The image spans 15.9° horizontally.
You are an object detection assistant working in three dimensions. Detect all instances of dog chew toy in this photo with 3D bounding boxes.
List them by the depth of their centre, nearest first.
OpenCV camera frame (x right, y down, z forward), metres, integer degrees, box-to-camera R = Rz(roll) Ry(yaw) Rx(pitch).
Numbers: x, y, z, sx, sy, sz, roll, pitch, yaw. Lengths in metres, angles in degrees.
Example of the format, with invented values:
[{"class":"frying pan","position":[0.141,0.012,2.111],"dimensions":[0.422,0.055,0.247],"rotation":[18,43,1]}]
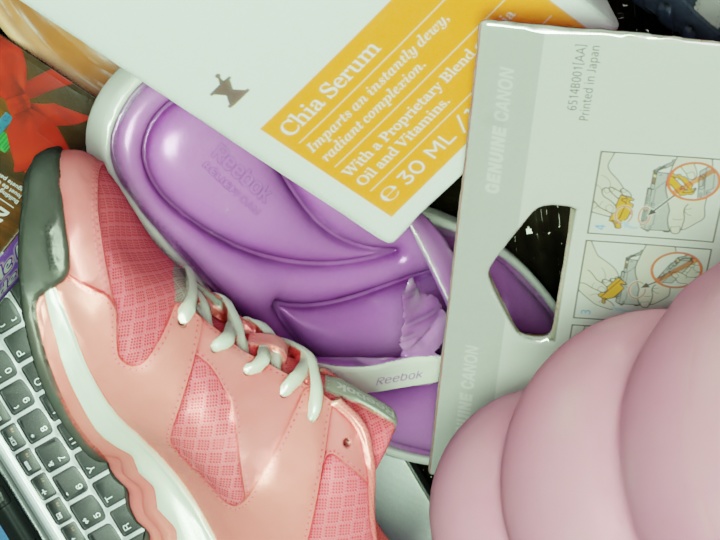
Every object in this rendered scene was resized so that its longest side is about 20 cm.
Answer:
[{"class":"dog chew toy","position":[0.099,0.061,0.755],"dimensions":[0.200,0.124,0.125],"rotation":[-18,99,46]}]

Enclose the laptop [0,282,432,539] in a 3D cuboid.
[{"class":"laptop","position":[-0.102,0.071,0.829],"dimensions":[0.200,0.116,0.188],"rotation":[-30,96,10]}]

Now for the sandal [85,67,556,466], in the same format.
[{"class":"sandal","position":[-0.004,0.006,0.819],"dimensions":[0.202,0.050,0.083],"rotation":[34,90,-27]}]

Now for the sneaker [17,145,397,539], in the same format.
[{"class":"sneaker","position":[-0.037,0.041,0.787],"dimensions":[0.087,0.074,0.200],"rotation":[-22,113,8]}]

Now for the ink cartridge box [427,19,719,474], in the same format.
[{"class":"ink cartridge box","position":[0.116,-0.006,0.795],"dimensions":[0.176,0.045,0.200],"rotation":[6,136,1]}]

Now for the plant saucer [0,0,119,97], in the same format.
[{"class":"plant saucer","position":[-0.029,-0.130,0.799],"dimensions":[0.200,0.037,0.201],"rotation":[-1,121,-1]}]

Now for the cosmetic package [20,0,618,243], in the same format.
[{"class":"cosmetic package","position":[-0.034,-0.104,0.730],"dimensions":[0.200,0.071,0.101],"rotation":[32,115,-31]}]

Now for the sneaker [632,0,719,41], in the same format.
[{"class":"sneaker","position":[0.110,-0.095,0.832],"dimensions":[0.084,0.075,0.200],"rotation":[-24,91,12]}]

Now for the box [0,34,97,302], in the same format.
[{"class":"box","position":[-0.194,-0.046,0.807],"dimensions":[0.200,0.039,0.137],"rotation":[33,67,9]}]
